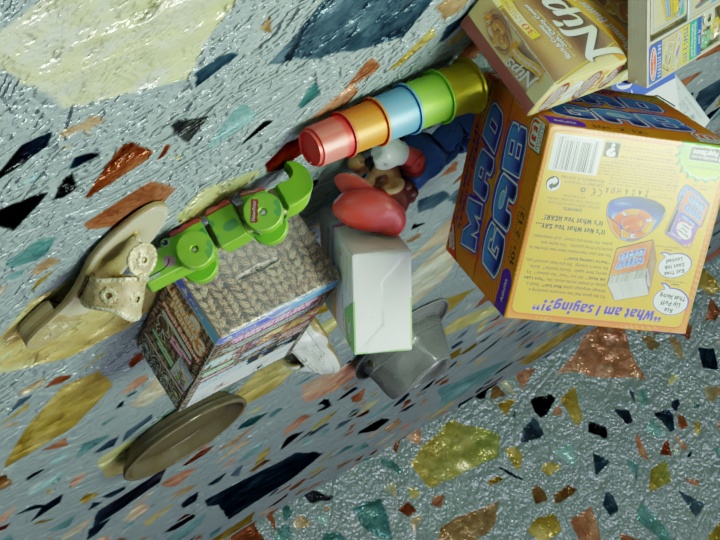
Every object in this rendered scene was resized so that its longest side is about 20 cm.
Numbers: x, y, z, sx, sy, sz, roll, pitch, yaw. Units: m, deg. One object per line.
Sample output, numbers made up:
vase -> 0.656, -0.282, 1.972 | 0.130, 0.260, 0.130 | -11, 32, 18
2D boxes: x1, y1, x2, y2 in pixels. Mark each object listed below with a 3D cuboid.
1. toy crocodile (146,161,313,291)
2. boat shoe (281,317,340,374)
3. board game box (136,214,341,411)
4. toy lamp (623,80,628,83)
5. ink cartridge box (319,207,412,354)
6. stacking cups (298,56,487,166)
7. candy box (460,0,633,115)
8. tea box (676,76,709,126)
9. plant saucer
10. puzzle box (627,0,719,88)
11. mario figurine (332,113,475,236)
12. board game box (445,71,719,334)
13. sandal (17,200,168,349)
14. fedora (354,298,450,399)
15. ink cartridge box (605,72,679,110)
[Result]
toy crocodile -> -0.133, -0.040, 1.675 | 0.200, 0.062, 0.068 | -29, 167, -3
boat shoe -> -0.077, 0.102, 2.279 | 0.069, 0.071, 0.200 | -32, 158, -3
board game box -> -0.136, 0.044, 1.857 | 0.159, 0.097, 0.200 | -27, 165, -30
toy lamp -> 0.225, -0.198, 1.878 | 0.058, 0.058, 0.200 | -24, 180, -37
ink cartridge box -> 0.000, 0.000, 1.868 | 0.067, 0.117, 0.200 | -6, -159, -12
stacking cups -> 0.028, -0.152, 1.671 | 0.200, 0.061, 0.061 | -23, 163, -26
candy box -> 0.205, -0.232, 1.668 | 0.200, 0.116, 0.055 | -22, 161, -41
tea box -> 0.287, -0.149, 2.118 | 0.197, 0.134, 0.200 | -29, 165, -25
plant saucer -> -0.249, 0.227, 2.381 | 0.200, 0.029, 0.200 | -33, 167, -9
puzzle box -> 0.304, -0.289, 1.635 | 0.133, 0.025, 0.200 | -31, 130, -34
mario figurine -> 0.042, -0.123, 1.804 | 0.200, 0.106, 0.124 | -40, 133, -22
board game box -> 0.226, -0.070, 1.738 | 0.200, 0.200, 0.200 | 6, 109, -17
sandal -> -0.235, 0.025, 1.614 | 0.212, 0.070, 0.078 | -41, 165, 25
fedora -> 0.084, 0.140, 2.736 | 0.177, 0.090, 0.200 | -21, 161, -45
ink cartridge box -> 0.311, -0.197, 1.940 | 0.094, 0.044, 0.200 | -28, 123, -24
